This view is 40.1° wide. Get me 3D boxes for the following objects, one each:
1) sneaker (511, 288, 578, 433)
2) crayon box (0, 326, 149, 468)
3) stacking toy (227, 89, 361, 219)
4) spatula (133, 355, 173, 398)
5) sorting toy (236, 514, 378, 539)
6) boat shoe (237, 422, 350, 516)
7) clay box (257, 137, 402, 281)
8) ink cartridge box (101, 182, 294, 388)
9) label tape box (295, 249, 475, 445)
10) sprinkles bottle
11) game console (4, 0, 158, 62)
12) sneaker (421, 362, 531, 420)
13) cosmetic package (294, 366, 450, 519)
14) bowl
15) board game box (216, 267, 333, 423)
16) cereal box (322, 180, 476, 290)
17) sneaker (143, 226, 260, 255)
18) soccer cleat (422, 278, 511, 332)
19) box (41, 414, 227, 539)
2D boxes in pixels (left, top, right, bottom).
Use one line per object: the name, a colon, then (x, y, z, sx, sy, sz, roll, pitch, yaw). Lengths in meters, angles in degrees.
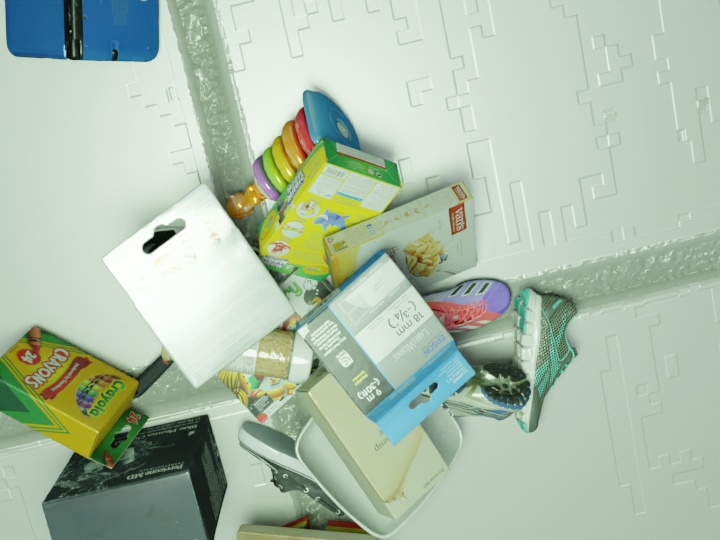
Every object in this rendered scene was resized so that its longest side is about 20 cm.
sneaker: (0.255, 0.127, 1.355, 0.089, 0.078, 0.205, 1, 105, -7)
crayon box: (-0.381, 0.165, 1.300, 0.197, 0.127, 0.051, 28, 118, 0)
stacking toy: (-0.097, -0.127, 1.281, 0.198, 0.111, 0.116, -34, 136, 21)
spatula: (-0.251, 0.105, 1.352, 0.056, 0.021, 0.200, 44, 98, -12)
sorting toy: (-0.064, 0.435, 1.389, 0.194, 0.070, 0.204, 2, 115, 10)
boat shoe: (-0.092, 0.285, 1.385, 0.197, 0.070, 0.067, 29, 99, -15)
clay box: (-0.048, -0.070, 1.243, 0.113, 0.048, 0.200, 15, 136, -30)
ink cartridge box: (-0.199, 0.018, 1.221, 0.159, 0.047, 0.202, -36, 104, -5)
label tape box: (0.036, 0.099, 1.199, 0.144, 0.063, 0.201, -40, 97, -2)
sprinkles bottle: (-0.160, 0.101, 1.299, 0.195, 0.068, 0.070, 10, 102, -5)
game console: (-0.354, -0.372, 1.252, 0.168, 0.118, 0.205, -6, 106, -33)
sneaker: (0.122, 0.160, 1.314, 0.196, 0.078, 0.086, 18, 142, -3)
cosmetic package: (0.015, 0.206, 1.271, 0.103, 0.073, 0.202, -38, 97, -18)
bowl: (0.020, 0.234, 1.346, 0.200, 0.074, 0.200, 46, 74, -9)
board game box: (-0.106, 0.097, 1.354, 0.200, 0.035, 0.126, -42, 100, 7)
cereal box: (0.055, -0.023, 1.273, 0.197, 0.040, 0.145, -22, 144, -7)
sneaker: (-0.219, -0.008, 1.288, 0.195, 0.112, 0.075, 5, 102, -3)
soccer cleat: (0.117, 0.058, 1.323, 0.196, 0.073, 0.070, -10, 98, -12)
box: (-0.291, 0.297, 1.310, 0.192, 0.200, 0.120, -13, 103, 1)
